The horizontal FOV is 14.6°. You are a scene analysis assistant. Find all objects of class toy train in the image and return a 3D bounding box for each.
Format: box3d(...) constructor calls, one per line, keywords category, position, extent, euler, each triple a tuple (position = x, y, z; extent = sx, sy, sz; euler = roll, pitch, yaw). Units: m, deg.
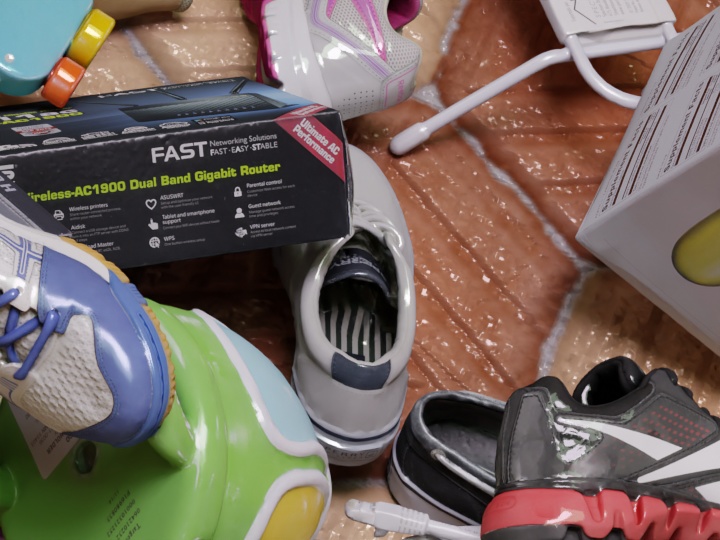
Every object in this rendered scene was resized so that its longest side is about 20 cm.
box3d(category="toy train", position=(-0.197, -0.159, 1.347), extent=(0.150, 0.056, 0.200), euler=(-5, 72, -24))

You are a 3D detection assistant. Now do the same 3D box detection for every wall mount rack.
box3d(category="wall mount rack", position=(0.082, -0.142, 1.482), extent=(0.173, 0.075, 0.200), euler=(-9, 59, -23))

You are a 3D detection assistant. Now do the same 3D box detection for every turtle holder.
box3d(category="turtle holder", position=(-0.071, 0.091, 1.200), extent=(0.132, 0.141, 0.185), euler=(15, 4, -45))

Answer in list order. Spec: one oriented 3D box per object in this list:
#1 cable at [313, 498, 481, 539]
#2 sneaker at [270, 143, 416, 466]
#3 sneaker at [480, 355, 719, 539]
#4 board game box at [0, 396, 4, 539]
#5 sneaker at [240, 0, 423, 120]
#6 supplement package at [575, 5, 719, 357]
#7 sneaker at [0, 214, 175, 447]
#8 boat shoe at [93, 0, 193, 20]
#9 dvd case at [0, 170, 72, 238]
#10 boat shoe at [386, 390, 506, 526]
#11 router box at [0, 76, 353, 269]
box3d(category="cable", position=(0.063, 0.209, 1.235), extent=(0.200, 0.069, 0.200), euler=(10, 55, -7))
box3d(category="sneaker", position=(0.000, 0.000, 1.350), extent=(0.073, 0.071, 0.200), euler=(8, 44, -15))
box3d(category="sneaker", position=(0.142, 0.087, 1.254), extent=(0.200, 0.071, 0.098), euler=(6, 73, -30))
box3d(category="board game box", position=(-0.133, 0.086, 1.298), extent=(0.200, 0.032, 0.120), euler=(21, 58, 1))
box3d(category="sneaker", position=(-0.015, -0.150, 1.448), extent=(0.088, 0.081, 0.200), euler=(-4, 58, -8))
box3d(category="supplement package", position=(0.249, -0.045, 1.338), extent=(0.191, 0.200, 0.147), euler=(38, 54, -13))
box3d(category="sneaker", position=(-0.164, 0.007, 1.125), extent=(0.200, 0.075, 0.088), euler=(38, 23, 20))
box3d(category="boat shoe", position=(-0.117, -0.160, 1.450), extent=(0.076, 0.072, 0.200), euler=(40, 57, -5))
box3d(category="dvd case", position=(-0.228, 0.018, 1.226), extent=(0.150, 0.200, 0.025), euler=(40, 22, 17))
box3d(category="boat shoe", position=(0.112, 0.107, 1.315), extent=(0.199, 0.068, 0.074), euler=(25, 54, 4))
box3d(category="router box", position=(-0.120, -0.044, 1.316), extent=(0.200, 0.150, 0.062), euler=(-8, 102, -19))
